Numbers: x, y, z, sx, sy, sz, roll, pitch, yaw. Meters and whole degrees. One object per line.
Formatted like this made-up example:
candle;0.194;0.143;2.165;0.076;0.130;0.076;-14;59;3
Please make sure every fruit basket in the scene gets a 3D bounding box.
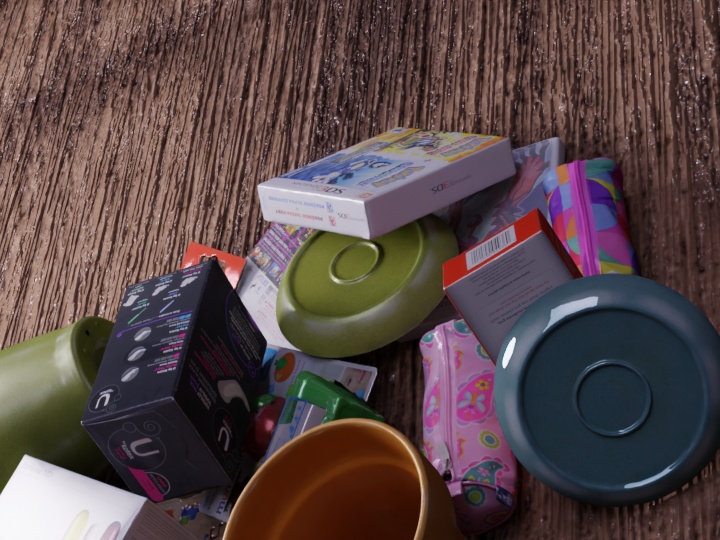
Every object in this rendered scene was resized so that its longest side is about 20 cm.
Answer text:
fruit basket;-0.077;0.165;1.586;0.199;0.094;0.186;12;77;48

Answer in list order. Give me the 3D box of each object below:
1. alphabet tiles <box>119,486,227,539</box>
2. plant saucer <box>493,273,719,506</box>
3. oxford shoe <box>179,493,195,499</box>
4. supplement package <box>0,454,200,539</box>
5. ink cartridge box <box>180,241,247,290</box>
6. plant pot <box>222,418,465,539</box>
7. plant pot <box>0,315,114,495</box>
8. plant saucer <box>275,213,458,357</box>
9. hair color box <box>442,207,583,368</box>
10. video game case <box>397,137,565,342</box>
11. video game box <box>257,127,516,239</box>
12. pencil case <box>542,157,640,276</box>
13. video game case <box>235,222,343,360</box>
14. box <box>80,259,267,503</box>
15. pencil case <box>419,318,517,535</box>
alphabet tiles;-0.189;0.278;1.660;0.199;0.008;0.168;-15;47;28
plant saucer;0.209;0.104;1.358;0.199;0.201;0.027;-31;6;13
oxford shoe;-0.159;0.162;1.673;0.070;0.074;0.201;-15;38;20
supplement package;-0.247;0.279;1.580;0.199;0.156;0.111;9;62;44
ink cartridge box;-0.206;0.064;1.788;0.109;0.050;0.201;16;83;45
plant pot;0.014;0.255;1.378;0.199;0.183;0.201;-21;46;24
plant pot;-0.318;0.148;1.706;0.192;0.200;0.201;-34;40;23
plant saucer;0.000;0.000;1.631;0.199;0.031;0.201;-17;41;15
hair color box;0.164;0.058;1.411;0.101;0.201;0.061;-30;17;13
video game case;0.120;-0.032;1.664;0.181;0.023;0.201;-16;47;28
video game box;0.025;-0.092;1.668;0.199;0.047;0.182;-25;25;-34
pencil case;0.218;-0.017;1.527;0.088;0.088;0.201;-24;43;21
video game case;-0.056;0.020;1.736;0.182;0.036;0.200;-52;40;4
box;-0.175;0.106;1.578;0.105;0.123;0.201;-17;35;21
pencil case;0.096;0.139;1.490;0.087;0.087;0.201;-21;44;24
